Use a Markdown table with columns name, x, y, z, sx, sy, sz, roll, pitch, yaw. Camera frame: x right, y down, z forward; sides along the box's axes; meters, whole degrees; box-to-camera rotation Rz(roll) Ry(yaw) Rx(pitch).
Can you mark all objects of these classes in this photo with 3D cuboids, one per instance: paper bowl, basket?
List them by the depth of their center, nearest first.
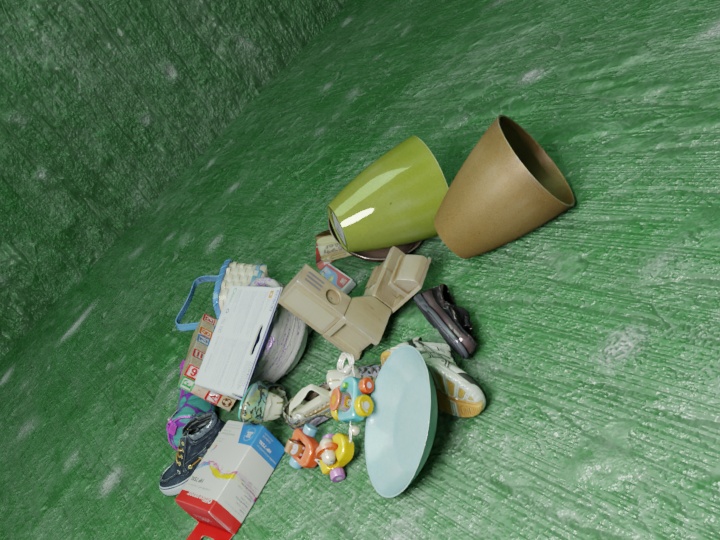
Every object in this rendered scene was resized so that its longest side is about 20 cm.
| name | x | y | z | sx | sy | sz | roll | pitch | yaw |
| --- | --- | --- | --- | --- | --- | --- | --- | --- | --- |
| paper bowl | -0.178 | 0.125 | 1.435 | 0.198 | 0.103 | 0.205 | -28 | 49 | 37 |
| basket | -0.298 | 0.067 | 1.663 | 0.194 | 0.142 | 0.178 | 0 | 37 | 9 |

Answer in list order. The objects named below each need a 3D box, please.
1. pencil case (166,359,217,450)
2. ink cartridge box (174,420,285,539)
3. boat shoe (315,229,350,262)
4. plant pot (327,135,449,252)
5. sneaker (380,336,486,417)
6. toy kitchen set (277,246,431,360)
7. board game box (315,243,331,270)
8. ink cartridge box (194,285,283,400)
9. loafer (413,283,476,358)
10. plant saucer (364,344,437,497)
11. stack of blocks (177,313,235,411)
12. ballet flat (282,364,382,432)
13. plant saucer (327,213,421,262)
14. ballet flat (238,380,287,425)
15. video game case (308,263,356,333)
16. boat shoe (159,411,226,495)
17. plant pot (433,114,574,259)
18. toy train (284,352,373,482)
| name | x | y | z | sx | sy | sz | roll | pitch | yaw |
| --- | --- | --- | --- | --- | --- | --- | --- | --- | --- |
| pencil case | -0.329 | 0.263 | 1.484 | 0.086 | 0.091 | 0.201 | -51 | 21 | 18 |
| ink cartridge box | -0.223 | 0.352 | 1.229 | 0.115 | 0.068 | 0.202 | -7 | 42 | 48 |
| boat shoe | 0.001 | -0.056 | 1.549 | 0.195 | 0.064 | 0.073 | -2 | 17 | 28 |
| plant pot | 0.045 | -0.117 | 1.376 | 0.196 | 0.191 | 0.187 | -26 | 24 | -10 |
| sneaker | 0.117 | 0.140 | 1.083 | 0.086 | 0.077 | 0.198 | -27 | 30 | -31 |
| toy kitchen set | 0.000 | 0.000 | 1.283 | 0.163 | 0.179 | 0.202 | -42 | 17 | 47 |
| board game box | -0.018 | -0.086 | 1.676 | 0.198 | 0.020 | 0.104 | -34 | 28 | 15 |
| ink cartridge box | -0.207 | 0.127 | 1.344 | 0.198 | 0.040 | 0.204 | 0 | 66 | 54 |
| loafer | 0.140 | 0.068 | 1.171 | 0.062 | 0.073 | 0.200 | -36 | 23 | -2 |
| plant saucer | 0.062 | 0.208 | 1.029 | 0.200 | 0.038 | 0.207 | -165 | 89 | -70 |
| stack of blocks | -0.291 | 0.181 | 1.515 | 0.059 | 0.113 | 0.201 | -56 | 17 | 20 |
| ballet flat | -0.049 | 0.201 | 1.222 | 0.198 | 0.072 | 0.073 | -32 | 27 | 17 |
| plant saucer | 0.033 | -0.088 | 1.474 | 0.194 | 0.035 | 0.204 | 2 | 50 | -2 |
| ballet flat | -0.157 | 0.223 | 1.272 | 0.074 | 0.075 | 0.200 | -39 | 0 | 2 |
| video game case | -0.107 | 0.076 | 1.550 | 0.200 | 0.018 | 0.143 | -45 | 26 | -7 |
| boat shoe | -0.309 | 0.327 | 1.359 | 0.198 | 0.091 | 0.071 | -34 | 26 | 16 |
| plant pot | 0.222 | -0.116 | 1.247 | 0.200 | 0.185 | 0.188 | -44 | 22 | 28 |
| toy train | -0.057 | 0.228 | 1.134 | 0.150 | 0.055 | 0.204 | 38 | 106 | 52 |
